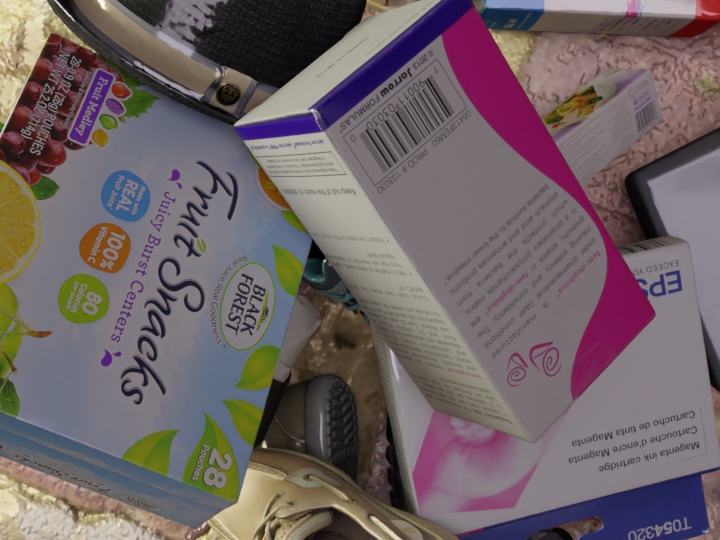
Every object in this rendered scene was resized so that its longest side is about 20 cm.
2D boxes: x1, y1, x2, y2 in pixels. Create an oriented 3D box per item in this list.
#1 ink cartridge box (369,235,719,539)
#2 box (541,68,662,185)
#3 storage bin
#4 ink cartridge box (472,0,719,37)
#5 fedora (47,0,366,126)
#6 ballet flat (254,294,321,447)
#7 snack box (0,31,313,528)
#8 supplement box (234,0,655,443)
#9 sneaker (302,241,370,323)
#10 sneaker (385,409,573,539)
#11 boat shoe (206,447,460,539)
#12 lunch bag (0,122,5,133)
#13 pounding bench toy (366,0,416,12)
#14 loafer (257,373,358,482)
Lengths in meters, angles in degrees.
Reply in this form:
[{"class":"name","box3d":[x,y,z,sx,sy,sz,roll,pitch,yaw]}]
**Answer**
[{"class":"ink cartridge box","box3d":[0.119,0.096,0.715,0.196,0.043,0.201,-13,97,-8]},{"class":"box","box3d":[0.118,-0.068,0.741,0.200,0.039,0.042,-38,119,-30]},{"class":"storage bin","box3d":[0.264,-0.014,0.754,0.134,0.146,0.200,-23,90,7]},{"class":"ink cartridge box","box3d":[0.178,-0.220,0.780,0.199,0.067,0.117,3,90,-2]},{"class":"fedora","box3d":[-0.070,-0.156,0.645,0.200,0.201,0.092,32,114,-2]},{"class":"ballet flat","box3d":[-0.066,0.010,0.743,0.068,0.068,0.201,-15,74,20]},{"class":"snack box","box3d":[-0.120,0.004,0.591,0.168,0.068,0.200,26,59,-17]},{"class":"supplement box","box3d":[0.045,-0.025,0.593,0.101,0.103,0.200,-41,109,-19]},{"class":"sneaker","box3d":[0.000,0.000,0.737,0.200,0.078,0.086,57,45,-14]},{"class":"sneaker","box3d":[0.082,0.162,0.775,0.115,0.075,0.201,-7,100,-7]},{"class":"boat shoe","box3d":[-0.029,0.153,0.687,0.200,0.065,0.072,18,90,32]},{"class":"lunch bag","box3d":[-0.181,0.016,0.711,0.127,0.170,0.200,-37,90,1]},{"class":"pounding bench toy","box3d":[-0.012,-0.218,0.728,0.124,0.156,0.200,23,89,-2]},{"class":"loafer","box3d":[-0.040,0.169,0.772,0.069,0.075,0.201,-2,83,23]}]
